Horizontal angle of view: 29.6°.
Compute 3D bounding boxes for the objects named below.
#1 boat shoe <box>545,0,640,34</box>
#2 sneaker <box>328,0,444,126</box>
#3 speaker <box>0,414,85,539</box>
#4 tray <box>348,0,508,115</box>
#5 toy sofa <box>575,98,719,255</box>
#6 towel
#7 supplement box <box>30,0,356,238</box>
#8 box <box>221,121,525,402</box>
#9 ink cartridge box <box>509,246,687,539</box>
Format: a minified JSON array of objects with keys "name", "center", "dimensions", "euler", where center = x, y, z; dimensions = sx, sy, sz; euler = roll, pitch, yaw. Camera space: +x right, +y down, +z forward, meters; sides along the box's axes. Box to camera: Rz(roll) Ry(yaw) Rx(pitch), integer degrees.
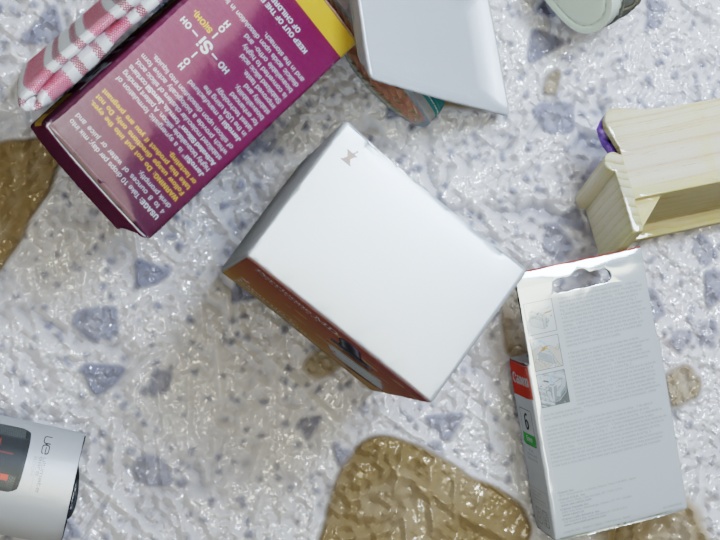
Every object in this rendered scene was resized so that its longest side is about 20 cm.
[{"name":"boat shoe","center":[0.142,-0.273,1.040],"dimensions":[0.060,0.072,0.203],"euler":[-28,81,-38]},{"name":"sneaker","center":[0.012,-0.205,1.010],"dimensions":[0.080,0.071,0.201],"euler":[-38,100,-15]},{"name":"speaker","center":[-0.291,0.131,0.935],"dimensions":[0.197,0.081,0.082],"euler":[14,85,-9]},{"name":"tray","center":[0.045,-0.172,0.976],"dimensions":[0.022,0.199,0.109],"euler":[-13,82,32]},{"name":"toy sofa","center":[0.269,-0.077,1.044],"dimensions":[0.197,0.083,0.099],"euler":[-12,74,-11]},{"name":"towel","center":[-0.154,-0.180,0.927],"dimensions":[0.199,0.146,0.030],"euler":[-40,108,1]},{"name":"supplement box","center":[-0.119,-0.128,0.945],"dimensions":[0.200,0.131,0.103],"euler":[-44,107,-10]},{"name":"box","center":[0.000,0.000,0.932],"dimensions":[0.152,0.200,0.107],"euler":[39,82,-6]},{"name":"ink cartridge box","center":[0.173,0.091,1.030],"dimensions":[0.107,0.050,0.203],"euler":[-11,93,-10]}]
